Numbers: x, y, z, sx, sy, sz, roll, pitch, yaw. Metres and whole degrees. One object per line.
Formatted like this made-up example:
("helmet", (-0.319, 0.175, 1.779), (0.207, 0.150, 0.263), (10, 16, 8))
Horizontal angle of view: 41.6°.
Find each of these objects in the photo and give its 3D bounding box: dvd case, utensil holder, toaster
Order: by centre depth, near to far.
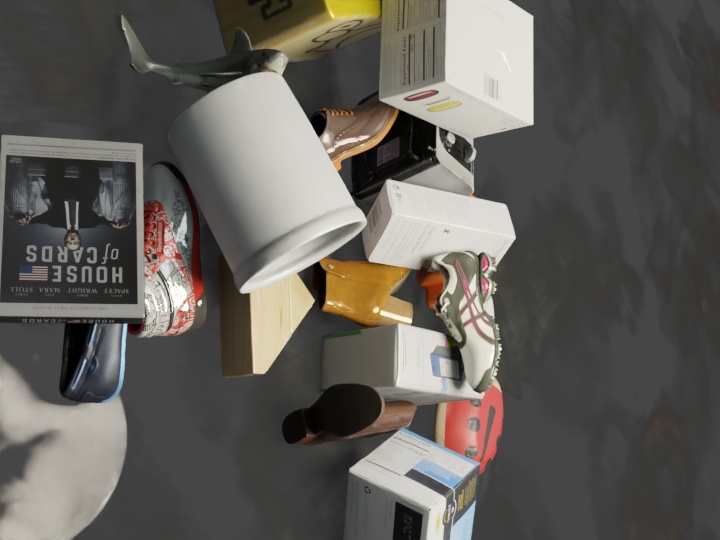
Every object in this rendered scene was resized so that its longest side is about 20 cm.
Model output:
("dvd case", (-0.299, -0.043, 0.982), (0.148, 0.025, 0.203), (2, 67, -19))
("utensil holder", (-0.112, -0.102, 1.102), (0.169, 0.169, 0.202), (-23, 82, -48))
("toaster", (0.074, -0.183, 1.398), (0.118, 0.198, 0.183), (28, 54, -39))

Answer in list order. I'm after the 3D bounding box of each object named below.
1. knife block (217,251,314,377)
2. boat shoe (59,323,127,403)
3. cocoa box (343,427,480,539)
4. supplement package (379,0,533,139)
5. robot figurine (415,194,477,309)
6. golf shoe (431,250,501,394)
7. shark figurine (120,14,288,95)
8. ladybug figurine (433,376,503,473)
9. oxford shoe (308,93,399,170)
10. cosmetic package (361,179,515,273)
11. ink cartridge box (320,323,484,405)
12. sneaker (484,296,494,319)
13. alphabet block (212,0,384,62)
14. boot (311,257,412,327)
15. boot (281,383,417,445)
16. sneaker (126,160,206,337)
("knife block", (-0.144, 0.009, 1.194), (0.176, 0.063, 0.201), (55, 47, -24))
("boat shoe", (-0.288, 0.039, 1.011), (0.068, 0.084, 0.203), (4, 76, -44))
("cocoa box", (0.065, 0.340, 1.254), (0.131, 0.132, 0.203), (-27, 128, -49))
("supplement package", (0.128, -0.279, 1.237), (0.199, 0.110, 0.158), (12, 76, -47))
("robot figurine", (0.145, -0.038, 1.495), (0.141, 0.117, 0.203), (2, 76, -3))
("golf shoe", (0.142, 0.071, 1.303), (0.087, 0.077, 0.203), (4, 67, -15))
("shark figurine", (-0.179, -0.263, 1.166), (0.128, 0.211, 0.091), (55, 42, -75))
("ladybug figurine", (0.177, 0.242, 1.500), (0.135, 0.071, 0.203), (36, 57, -39))
("oxford shoe", (-0.023, -0.199, 1.314), (0.200, 0.071, 0.073), (-42, 126, -25))
("cosmetic package", (0.110, -0.054, 1.351), (0.197, 0.102, 0.075), (10, 46, -20))
("ink cartridge box", (0.062, 0.137, 1.336), (0.199, 0.144, 0.089), (17, 68, -45))
("sneaker", (0.184, 0.080, 1.509), (0.072, 0.085, 0.202), (16, 49, -3))
("alphabet block", (-0.071, -0.400, 1.263), (0.194, 0.198, 0.199), (-21, 97, -49))
("boot", (0.000, 0.001, 1.354), (0.142, 0.071, 0.202), (19, 35, -17))
("boot", (0.023, 0.189, 1.256), (0.198, 0.185, 0.065), (7, 70, -44))
("sneaker", (-0.241, -0.024, 1.087), (0.107, 0.067, 0.205), (-11, 92, -51))
